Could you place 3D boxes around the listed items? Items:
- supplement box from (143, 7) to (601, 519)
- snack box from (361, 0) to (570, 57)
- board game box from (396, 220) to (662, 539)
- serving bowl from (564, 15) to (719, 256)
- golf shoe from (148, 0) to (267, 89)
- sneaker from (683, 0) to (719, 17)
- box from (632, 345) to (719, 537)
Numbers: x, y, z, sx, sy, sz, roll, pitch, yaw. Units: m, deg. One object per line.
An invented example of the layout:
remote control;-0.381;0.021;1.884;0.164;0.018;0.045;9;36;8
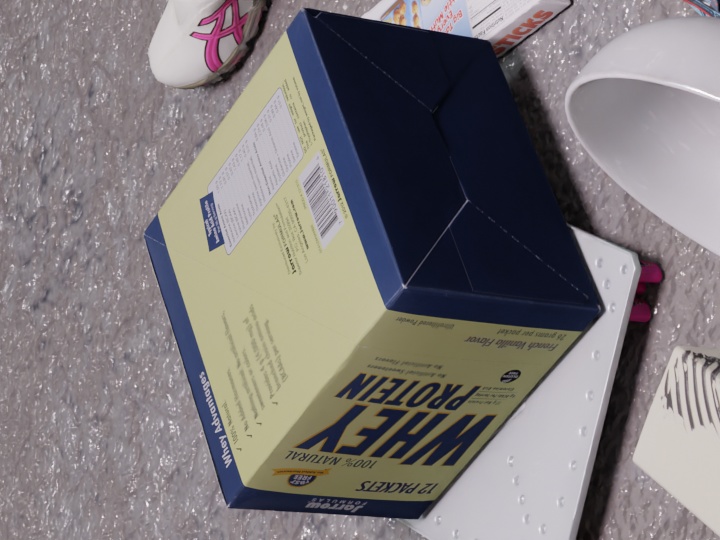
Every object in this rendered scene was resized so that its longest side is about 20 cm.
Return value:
supplement box;0.000;0.000;1.612;0.200;0.134;0.201;-51;45;38
snack box;0.051;-0.147;1.704;0.200;0.024;0.072;-34;58;49
board game box;0.082;0.064;1.622;0.200;0.026;0.201;27;107;55
serving bowl;0.197;-0.059;1.347;0.200;0.200;0.066;8;63;56
golf shoe;-0.099;-0.196;1.879;0.200;0.092;0.073;-53;46;40
sneaker;0.173;-0.153;1.459;0.200;0.095;0.080;48;124;48
box;0.220;0.110;1.361;0.200;0.082;0.069;40;116;50
